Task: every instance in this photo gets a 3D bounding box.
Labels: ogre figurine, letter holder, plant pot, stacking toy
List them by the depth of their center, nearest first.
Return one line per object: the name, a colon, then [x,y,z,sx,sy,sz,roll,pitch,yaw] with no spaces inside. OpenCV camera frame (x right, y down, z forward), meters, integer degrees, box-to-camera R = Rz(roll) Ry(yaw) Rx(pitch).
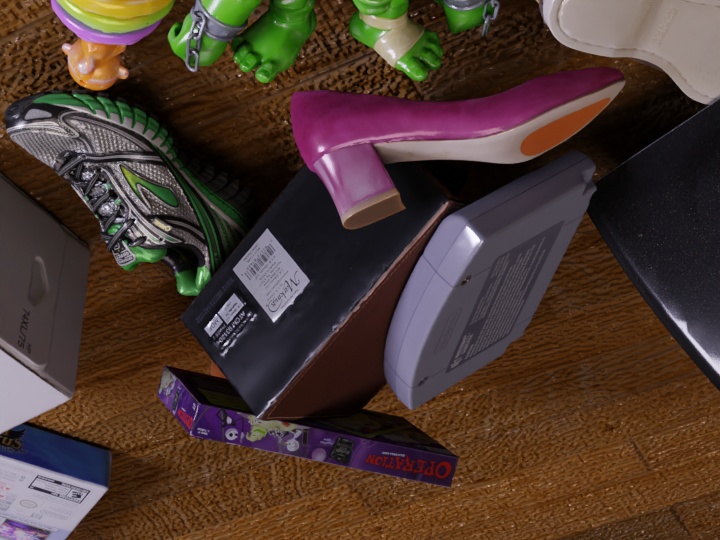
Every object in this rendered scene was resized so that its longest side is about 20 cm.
ogre figurine: [-0.009,-0.175,0.837,0.199,0.098,0.120,6,143,-3]
stacking toy: [-0.145,-0.173,0.840,0.116,0.110,0.200,22,145,-2]
plant pot: [0.302,-0.005,0.944,0.200,0.178,0.199,-36,146,29]
letter holder: [0.000,0.000,0.994,0.200,0.101,0.142,-49,154,17]

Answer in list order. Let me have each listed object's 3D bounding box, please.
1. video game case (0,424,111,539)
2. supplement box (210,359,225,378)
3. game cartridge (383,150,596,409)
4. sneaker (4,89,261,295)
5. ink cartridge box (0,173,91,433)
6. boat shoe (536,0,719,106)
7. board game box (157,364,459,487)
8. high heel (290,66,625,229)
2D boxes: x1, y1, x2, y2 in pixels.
video game case: [-0.348,0.193,1.252,0.200,0.046,0.181,22,130,-25]
supplement box: [-0.018,0.058,1.111,0.200,0.067,0.069,-23,134,21]
game cartridge: [0.081,0.012,0.974,0.133,0.040,0.200,-32,156,-33]
sneaker: [-0.153,-0.052,0.954,0.200,0.085,0.078,35,152,-33]
ink cartridge box: [-0.316,0.036,1.010,0.200,0.147,0.146,-26,132,22]
boat shoe: [0.192,-0.157,0.894,0.200,0.060,0.072,11,124,-27]
board game box: [-0.040,0.113,1.044,0.200,0.120,0.032,14,98,-20]
high heel: [0.058,-0.105,0.882,0.200,0.096,0.067,-25,162,3]
